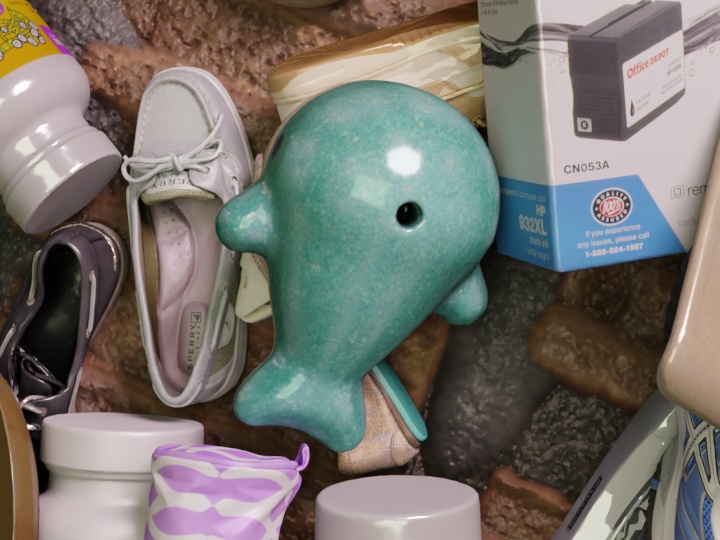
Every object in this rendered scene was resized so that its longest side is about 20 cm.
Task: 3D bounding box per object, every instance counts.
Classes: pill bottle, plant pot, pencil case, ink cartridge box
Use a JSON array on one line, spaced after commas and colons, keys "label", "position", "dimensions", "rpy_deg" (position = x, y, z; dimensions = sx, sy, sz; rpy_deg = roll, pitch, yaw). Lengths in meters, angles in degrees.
[{"label": "pill bottle", "position": [0.023, 0.222, 0.779], "dimensions": [0.113, 0.114, 0.202], "rpy_deg": [-1, 95, 10]}, {"label": "plant pot", "position": [-0.233, 0.142, 0.829], "dimensions": [0.199, 0.027, 0.202], "rpy_deg": [-8, 80, 51]}, {"label": "pencil case", "position": [-0.079, 0.189, 0.742], "dimensions": [0.085, 0.084, 0.202], "rpy_deg": [6, 89, -5]}, {"label": "pill bottle", "position": [-0.141, 0.187, 0.821], "dimensions": [0.115, 0.116, 0.202], "rpy_deg": [2, 91, 9]}, {"label": "pill bottle", "position": [-0.232, -0.121, 0.842], "dimensions": [0.104, 0.104, 0.200], "rpy_deg": [-41, 84, 7]}, {"label": "ink cartridge box", "position": [0.144, -0.112, 0.747], "dimensions": [0.144, 0.084, 0.201], "rpy_deg": [-8, 100, -15]}]

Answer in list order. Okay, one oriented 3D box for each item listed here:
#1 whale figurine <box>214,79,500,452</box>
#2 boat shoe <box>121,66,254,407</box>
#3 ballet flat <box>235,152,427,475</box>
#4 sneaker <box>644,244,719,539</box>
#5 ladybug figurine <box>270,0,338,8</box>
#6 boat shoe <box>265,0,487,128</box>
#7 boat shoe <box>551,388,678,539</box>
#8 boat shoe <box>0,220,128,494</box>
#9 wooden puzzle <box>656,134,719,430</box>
[{"label": "whale figurine", "position": [0.000, 0.000, 0.746], "dimensions": [0.158, 0.104, 0.201], "rpy_deg": [20, 93, -17]}, {"label": "boat shoe", "position": [-0.104, -0.021, 0.840], "dimensions": [0.074, 0.065, 0.204], "rpy_deg": [0, 90, 9]}, {"label": "ballet flat", "position": [-0.033, 0.030, 0.828], "dimensions": [0.067, 0.068, 0.201], "rpy_deg": [-28, 85, 11]}, {"label": "sneaker", "position": [0.199, 0.071, 0.720], "dimensions": [0.075, 0.077, 0.202], "rpy_deg": [0, 97, -19]}, {"label": "ladybug figurine", "position": [-0.018, -0.254, 0.821], "dimensions": [0.135, 0.072, 0.201], "rpy_deg": [19, 93, 9]}, {"label": "boat shoe", "position": [0.048, -0.110, 0.817], "dimensions": [0.199, 0.074, 0.070], "rpy_deg": [-14, 108, 2]}, {"label": "boat shoe", "position": [0.165, 0.133, 0.792], "dimensions": [0.068, 0.072, 0.201], "rpy_deg": [34, 92, 2]}, {"label": "boat shoe", "position": [-0.203, 0.064, 0.858], "dimensions": [0.072, 0.063, 0.201], "rpy_deg": [24, 95, 6]}, {"label": "wooden puzzle", "position": [0.247, 0.005, 0.694], "dimensions": [0.185, 0.046, 0.201], "rpy_deg": [30, 66, -17]}]
